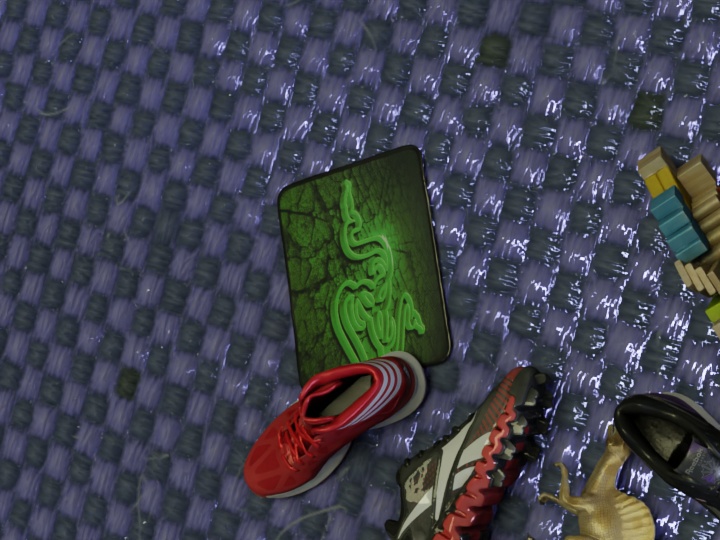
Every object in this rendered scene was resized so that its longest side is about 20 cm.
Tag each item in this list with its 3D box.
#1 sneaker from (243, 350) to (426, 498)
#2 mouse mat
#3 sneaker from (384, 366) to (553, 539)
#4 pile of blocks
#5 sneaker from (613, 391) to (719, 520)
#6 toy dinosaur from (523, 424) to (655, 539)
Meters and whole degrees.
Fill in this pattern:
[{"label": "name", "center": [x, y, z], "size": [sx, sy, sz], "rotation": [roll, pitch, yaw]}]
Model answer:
[{"label": "sneaker", "center": [-0.047, 0.129, 1.345], "size": [0.200, 0.115, 0.079], "rotation": [-40, 67, 21]}, {"label": "mouse mat", "center": [0.000, 0.000, 1.406], "size": [0.160, 0.008, 0.202], "rotation": [-17, 74, 29]}, {"label": "sneaker", "center": [0.083, 0.160, 1.287], "size": [0.098, 0.071, 0.202], "rotation": [31, 100, 30]}, {"label": "pile of blocks", "center": [0.275, -0.020, 1.192], "size": [0.062, 0.082, 0.201], "rotation": [-34, 65, 23]}, {"label": "sneaker", "center": [0.270, 0.158, 1.160], "size": [0.199, 0.087, 0.076], "rotation": [31, 98, 31]}, {"label": "toy dinosaur", "center": [0.184, 0.218, 1.223], "size": [0.100, 0.058, 0.202], "rotation": [-12, 76, 28]}]
